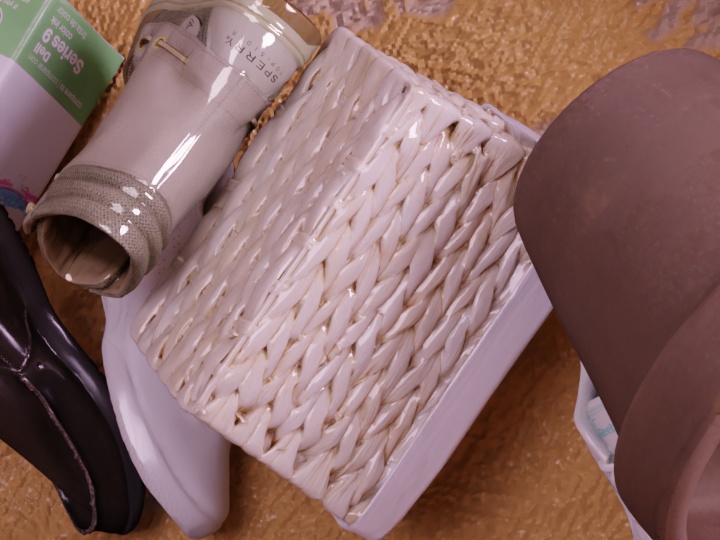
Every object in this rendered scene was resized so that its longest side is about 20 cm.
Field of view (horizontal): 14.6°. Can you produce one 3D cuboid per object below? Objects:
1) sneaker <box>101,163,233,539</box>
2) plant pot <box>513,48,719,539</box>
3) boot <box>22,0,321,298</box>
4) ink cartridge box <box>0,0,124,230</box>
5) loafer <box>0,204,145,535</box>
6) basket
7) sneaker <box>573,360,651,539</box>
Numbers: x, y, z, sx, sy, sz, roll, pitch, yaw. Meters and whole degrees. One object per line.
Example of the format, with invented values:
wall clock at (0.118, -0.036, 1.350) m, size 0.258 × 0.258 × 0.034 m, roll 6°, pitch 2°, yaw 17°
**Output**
sneaker at (-0.080, 0.032, 1.408) m, size 0.088 × 0.075 × 0.200 m, roll -17°, pitch 68°, yaw 10°
plant pot at (0.157, 0.001, 1.178) m, size 0.200 × 0.200 × 0.175 m, roll -45°, pitch 59°, yaw 10°
boot at (-0.105, -0.060, 1.370) m, size 0.155 × 0.072 × 0.200 m, roll -55°, pitch 14°, yaw -15°
ink cartridge box at (-0.244, -0.070, 1.489) m, size 0.145 × 0.088 × 0.200 m, roll 24°, pitch 79°, yaw 30°
loafer at (-0.179, 0.053, 1.408) m, size 0.071 × 0.073 × 0.200 m, roll -32°, pitch 95°, yaw -25°
basket at (0.000, 0.000, 1.311) m, size 0.200 × 0.123 × 0.136 m, roll -55°, pitch 26°, yaw 4°
sneaker at (0.134, 0.089, 1.263) m, size 0.070 × 0.080 × 0.200 m, roll -32°, pitch 61°, yaw 29°
